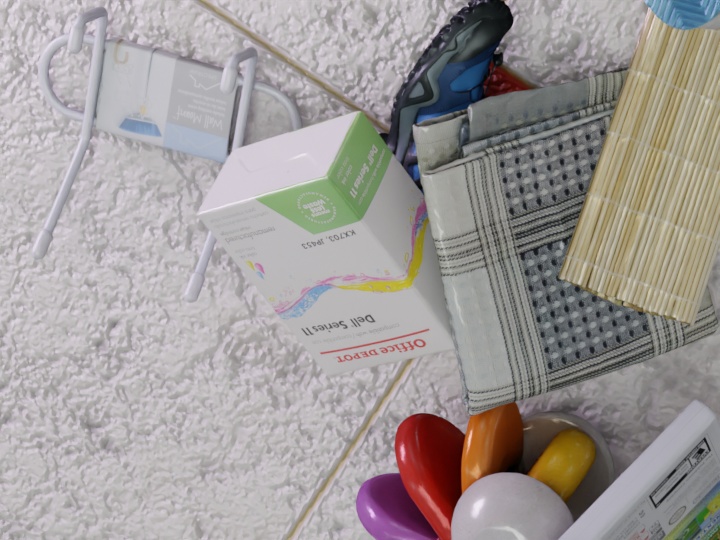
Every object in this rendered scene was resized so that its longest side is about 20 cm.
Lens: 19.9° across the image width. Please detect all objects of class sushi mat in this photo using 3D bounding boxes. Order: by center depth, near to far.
[{"bbox_3d":[0.201,-0.071,1.311,0.095,0.012,0.201,17,94,-11],"label":"sushi mat"}]

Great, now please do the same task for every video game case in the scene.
[{"bbox_3d":[0.171,0.192,1.330,0.200,0.182,0.022,-45,58,-6],"label":"video game case"}]

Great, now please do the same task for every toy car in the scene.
[{"bbox_3d":[0.070,0.172,1.385,0.149,0.175,0.201,30,114,8],"label":"toy car"}]

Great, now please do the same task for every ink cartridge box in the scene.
[{"bbox_3d":[0.000,0.000,1.356,0.117,0.068,0.200,-14,127,37],"label":"ink cartridge box"}]

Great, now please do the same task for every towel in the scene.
[{"bbox_3d":[0.136,-0.025,1.325,0.191,0.035,0.201,-16,104,-15],"label":"towel"}]

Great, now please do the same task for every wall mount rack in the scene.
[{"bbox_3d":[-0.147,-0.083,1.417,0.199,0.075,0.175,16,111,11],"label":"wall mount rack"}]

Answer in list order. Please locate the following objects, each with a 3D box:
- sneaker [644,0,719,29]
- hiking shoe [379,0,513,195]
[{"bbox_3d":[0.185,-0.239,1.274,0.076,0.081,0.201,-26,78,31],"label":"sneaker"},{"bbox_3d":[0.060,-0.093,1.362,0.086,0.074,0.200,31,124,0],"label":"hiking shoe"}]
